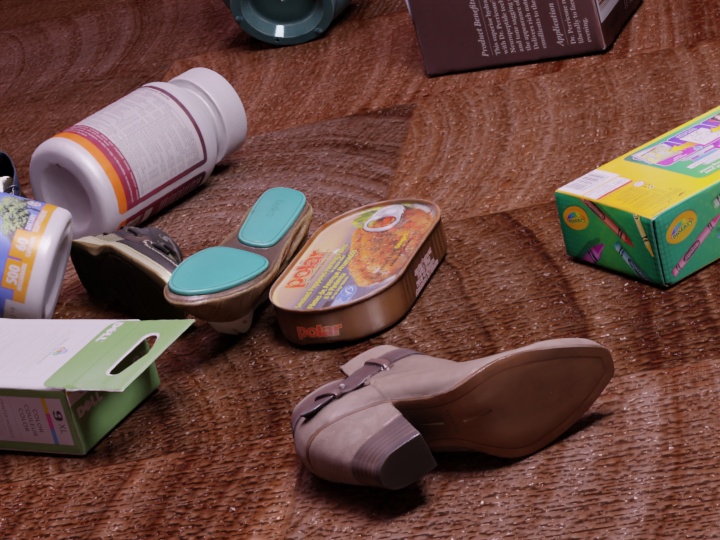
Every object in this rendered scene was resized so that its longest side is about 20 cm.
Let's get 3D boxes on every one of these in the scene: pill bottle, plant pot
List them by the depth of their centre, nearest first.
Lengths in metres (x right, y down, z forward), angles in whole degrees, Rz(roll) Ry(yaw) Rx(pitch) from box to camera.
[{"bbox_3d":[-0.348,-0.021,1.706,0.198,0.113,0.112,14,24,-1],"label":"pill bottle"},{"bbox_3d":[-0.204,-0.110,1.920,0.109,0.110,0.200,5,30,42],"label":"pill bottle"},{"bbox_3d":[-0.085,-0.342,2.320,0.198,0.201,0.135,-9,50,16],"label":"plant pot"}]

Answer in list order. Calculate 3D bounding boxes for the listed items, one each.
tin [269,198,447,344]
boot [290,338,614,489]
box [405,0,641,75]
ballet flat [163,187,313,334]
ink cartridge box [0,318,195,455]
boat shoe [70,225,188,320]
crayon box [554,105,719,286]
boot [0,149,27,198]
[{"bbox_3d":[0.000,0.000,1.617,0.111,0.042,0.200,-2,26,23],"label":"tin"},{"bbox_3d":[0.050,0.080,1.352,0.199,0.071,0.146,-22,21,-16],"label":"boot"},{"bbox_3d":[0.161,-0.313,2.077,0.198,0.167,0.164,-5,25,25],"label":"box"},{"bbox_3d":[-0.093,0.005,1.621,0.067,0.073,0.200,12,30,17],"label":"ballet flat"},{"bbox_3d":[-0.220,0.085,1.533,0.199,0.060,0.104,-1,27,33],"label":"ink cartridge box"},{"bbox_3d":[-0.179,-0.005,1.707,0.066,0.072,0.200,-32,22,-23],"label":"boat shoe"},{"bbox_3d":[0.262,-0.064,1.559,0.199,0.059,0.118,-27,25,-25],"label":"crayon box"},{"bbox_3d":[-0.334,-0.034,1.845,0.074,0.098,0.200,-14,22,4],"label":"boot"}]
